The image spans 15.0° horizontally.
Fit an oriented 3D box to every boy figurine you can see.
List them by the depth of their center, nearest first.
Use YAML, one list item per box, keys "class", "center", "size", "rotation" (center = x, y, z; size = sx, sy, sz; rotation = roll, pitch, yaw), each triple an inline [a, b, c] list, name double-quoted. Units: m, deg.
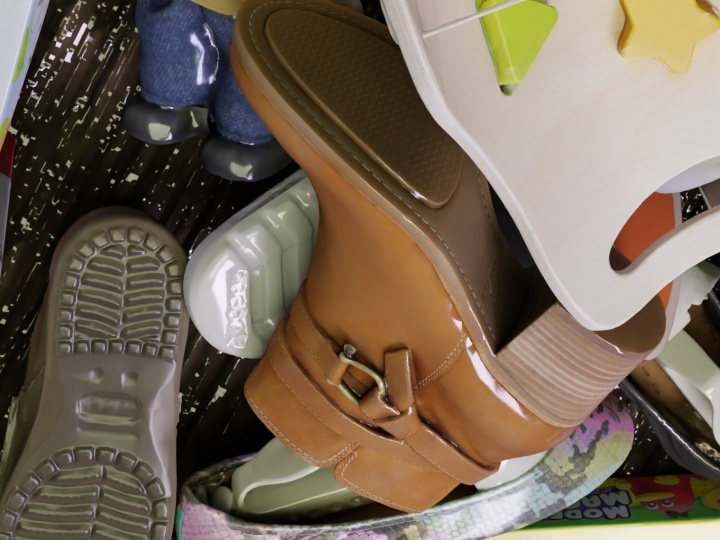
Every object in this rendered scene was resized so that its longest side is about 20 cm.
- class: "boy figurine"
  center: [-0.051, -0.137, 1.010]
  size: [0.124, 0.064, 0.201]
  rotation: [23, 125, 25]

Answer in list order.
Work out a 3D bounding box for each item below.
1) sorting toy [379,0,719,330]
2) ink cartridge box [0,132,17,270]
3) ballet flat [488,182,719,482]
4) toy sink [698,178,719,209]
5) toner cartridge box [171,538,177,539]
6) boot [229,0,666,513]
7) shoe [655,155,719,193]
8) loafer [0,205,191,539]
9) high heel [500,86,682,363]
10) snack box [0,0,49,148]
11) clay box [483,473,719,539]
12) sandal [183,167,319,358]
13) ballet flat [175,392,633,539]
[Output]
- class: "sorting toy"
  center: [0.109, -0.075, 0.922]
  size: [0.199, 0.107, 0.181]
  rotation: [-20, 113, -4]
- class: "ink cartridge box"
  center: [-0.209, -0.009, 1.006]
  size: [0.146, 0.200, 0.083]
  rotation: [24, 110, -15]
- class: "ballet flat"
  center: [0.123, 0.019, 1.100]
  size: [0.068, 0.068, 0.200]
  rotation: [-45, 124, -2]
- class: "toy sink"
  center: [0.202, 0.009, 1.051]
  size: [0.112, 0.200, 0.131]
  rotation: [-25, 114, 6]
- class: "toner cartridge box"
  center: [0.001, 0.183, 1.157]
  size: [0.199, 0.043, 0.096]
  rotation: [12, 117, 13]
- class: "boot"
  center: [0.000, 0.000, 1.020]
  size: [0.200, 0.077, 0.155]
  rotation: [37, 136, -13]
- class: "shoe"
  center: [0.161, -0.121, 0.989]
  size: [0.200, 0.072, 0.091]
  rotation: [-38, 114, 2]
- class: "loafer"
  center: [-0.106, 0.062, 1.119]
  size: [0.076, 0.068, 0.201]
  rotation: [13, 112, -8]
- class: "high heel"
  center: [0.061, -0.058, 1.048]
  size: [0.096, 0.067, 0.201]
  rotation: [-9, 96, 41]
- class: "snack box"
  center: [-0.128, -0.136, 0.977]
  size: [0.053, 0.142, 0.201]
  rotation: [16, 118, -5]
- class: "clay box"
  center: [0.097, 0.150, 1.187]
  size: [0.198, 0.048, 0.116]
  rotation: [-4, 114, -4]
- class: "sandal"
  center: [0.015, -0.037, 1.090]
  size: [0.202, 0.050, 0.083]
  rotation: [-26, 123, -16]
- class: "ballet flat"
  center: [0.018, 0.080, 1.123]
  size: [0.199, 0.069, 0.071]
  rotation: [-17, 137, -6]
